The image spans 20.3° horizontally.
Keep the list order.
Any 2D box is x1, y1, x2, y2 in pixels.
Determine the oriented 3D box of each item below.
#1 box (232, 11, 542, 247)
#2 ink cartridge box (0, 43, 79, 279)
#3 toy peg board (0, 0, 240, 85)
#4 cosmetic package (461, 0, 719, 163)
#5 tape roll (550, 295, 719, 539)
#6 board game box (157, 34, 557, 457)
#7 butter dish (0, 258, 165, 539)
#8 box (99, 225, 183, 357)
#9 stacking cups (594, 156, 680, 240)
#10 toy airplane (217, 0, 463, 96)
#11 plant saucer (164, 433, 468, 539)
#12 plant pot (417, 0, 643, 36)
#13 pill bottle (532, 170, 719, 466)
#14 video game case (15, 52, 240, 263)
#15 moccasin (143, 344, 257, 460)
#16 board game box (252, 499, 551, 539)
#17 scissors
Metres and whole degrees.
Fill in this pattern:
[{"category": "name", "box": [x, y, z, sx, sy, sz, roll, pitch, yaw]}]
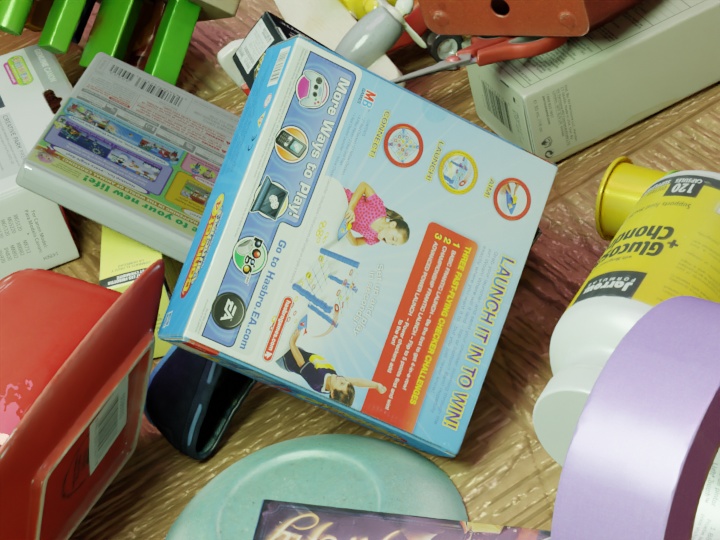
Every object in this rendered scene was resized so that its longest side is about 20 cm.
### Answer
[{"category": "box", "box": [0.017, -0.088, 1.393, 0.046, 0.199, 0.159, -53, 31, 15]}, {"category": "ink cartridge box", "box": [-0.293, -0.077, 1.573, 0.175, 0.084, 0.200, -21, 39, -9]}, {"category": "toy peg board", "box": [-0.233, -0.213, 1.637, 0.199, 0.199, 0.098, 8, 77, 63]}, {"category": "cosmetic package", "box": [0.189, -0.166, 1.524, 0.199, 0.073, 0.104, -25, 39, -12]}, {"category": "tape roll", "box": [0.179, 0.118, 1.080, 0.065, 0.201, 0.200, 15, 47, 33]}, {"category": "board game box", "box": [0.001, -0.013, 1.251, 0.056, 0.195, 0.201, -4, 63, 66]}, {"category": "butter dish", "box": [-0.225, 0.083, 1.241, 0.147, 0.201, 0.200, 29, 51, 10]}, {"category": "box", "box": [-0.157, -0.027, 1.475, 0.050, 0.076, 0.201, -12, 40, 5]}, {"category": "stacking cups", "box": [0.257, -0.031, 1.346, 0.199, 0.061, 0.061, 13, 46, 32]}, {"category": "toy airplane", "box": [-0.025, -0.206, 1.592, 0.199, 0.142, 0.200, 6, 44, 25]}, {"category": "plant saucer", "box": [-0.035, 0.161, 1.232, 0.200, 0.039, 0.202, -10, 40, 8]}, {"category": "plant pot", "box": [0.124, -0.275, 1.472, 0.199, 0.201, 0.177, 5, 44, 30]}, {"category": "pill bottle", "box": [0.186, 0.037, 1.247, 0.111, 0.112, 0.200, 11, 45, 30]}, {"category": "video game case", "box": [-0.129, -0.071, 1.457, 0.199, 0.022, 0.182, 26, 34, -4]}, {"category": "moccasin", "box": [-0.063, 0.039, 1.316, 0.080, 0.201, 0.068, 8, 33, -47]}, {"category": "board game box", "box": [0.027, 0.204, 1.125, 0.199, 0.035, 0.136, 4, 53, 13]}, {"category": "scissors", "box": [0.079, -0.149, 1.418, 0.073, 0.014, 0.200, 7, 20, 30]}]
